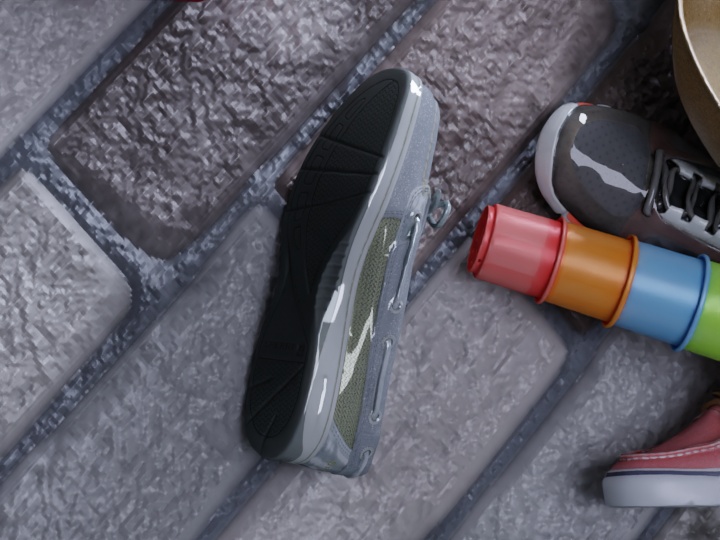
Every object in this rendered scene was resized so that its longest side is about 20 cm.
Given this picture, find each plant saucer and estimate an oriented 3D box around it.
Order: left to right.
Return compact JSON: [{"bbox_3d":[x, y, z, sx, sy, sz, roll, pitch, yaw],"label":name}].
[{"bbox_3d":[0.232,-0.078,1.302,0.200,0.035,0.201,31,36,-26],"label":"plant saucer"}]

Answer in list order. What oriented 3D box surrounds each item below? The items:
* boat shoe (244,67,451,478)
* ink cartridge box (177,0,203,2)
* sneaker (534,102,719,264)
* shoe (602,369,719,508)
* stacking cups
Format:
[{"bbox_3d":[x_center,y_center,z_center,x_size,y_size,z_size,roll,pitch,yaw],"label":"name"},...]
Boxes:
[{"bbox_3d":[0.001,0.001,1.194,0.064,0.074,0.203,18,83,-34],"label":"boat shoe"},{"bbox_3d":[-0.091,-0.176,1.070,0.144,0.200,0.084,1,87,-30],"label":"ink cartridge box"},{"bbox_3d":[0.185,-0.036,1.292,0.199,0.082,0.077,26,76,-27],"label":"sneaker"},{"bbox_3d":[0.209,0.078,1.313,0.199,0.071,0.092,-4,88,-35],"label":"shoe"},{"bbox_3d":[0.154,0.014,1.260,0.199,0.061,0.061,16,80,-3],"label":"stacking cups"}]
